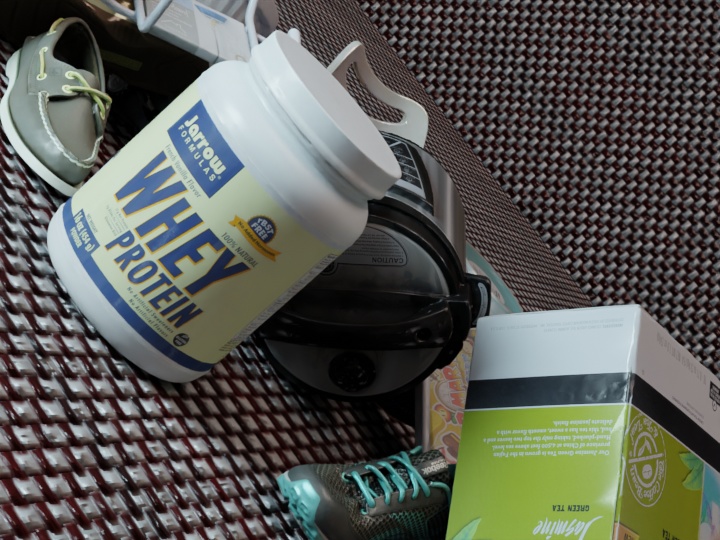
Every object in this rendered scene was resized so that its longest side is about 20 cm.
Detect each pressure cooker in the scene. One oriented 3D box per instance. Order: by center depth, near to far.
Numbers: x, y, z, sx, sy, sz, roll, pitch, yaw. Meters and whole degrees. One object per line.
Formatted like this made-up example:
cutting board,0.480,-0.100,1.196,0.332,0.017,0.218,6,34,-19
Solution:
pressure cooker,0.001,0.003,1.316,0.179,0.175,0.201,46,22,-19

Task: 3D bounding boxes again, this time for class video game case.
video game case,0.130,0.116,1.372,0.180,0.023,0.201,17,40,-12

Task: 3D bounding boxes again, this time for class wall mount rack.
wall mount rack,-0.119,-0.232,1.345,0.199,0.075,0.175,23,35,-31

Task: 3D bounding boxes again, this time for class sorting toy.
sorting toy,-0.015,-0.106,1.556,0.106,0.181,0.200,18,-19,49

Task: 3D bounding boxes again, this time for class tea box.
tea box,0.170,0.154,1.189,0.200,0.132,0.199,34,59,-48

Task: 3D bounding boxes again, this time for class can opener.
can opener,-0.156,-0.111,1.377,0.078,0.063,0.201,30,23,-46

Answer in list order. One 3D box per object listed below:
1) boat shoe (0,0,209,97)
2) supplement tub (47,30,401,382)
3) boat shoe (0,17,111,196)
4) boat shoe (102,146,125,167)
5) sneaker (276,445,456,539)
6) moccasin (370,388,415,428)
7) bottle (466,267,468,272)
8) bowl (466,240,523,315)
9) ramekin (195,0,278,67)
boat shoe,-0.212,-0.203,1.338,0.199,0.072,0.077,23,44,-30
supplement tub,-0.086,-0.041,1.090,0.145,0.200,0.145,46,12,-13
boat shoe,-0.213,-0.122,1.212,0.072,0.060,0.202,43,14,-30
boat shoe,-0.096,-0.050,1.202,0.073,0.197,0.073,-78,162,-44
sneaker,0.016,0.150,1.149,0.078,0.091,0.200,54,12,25
moccasin,0.010,0.063,1.459,0.200,0.080,0.068,43,-6,39
bottle,0.069,0.051,1.540,0.083,0.065,0.202,-29,111,-44
bowl,0.095,0.040,1.748,0.201,0.105,0.201,46,13,-14
ramekin,-0.176,-0.237,1.474,0.201,0.095,0.203,33,-11,7
